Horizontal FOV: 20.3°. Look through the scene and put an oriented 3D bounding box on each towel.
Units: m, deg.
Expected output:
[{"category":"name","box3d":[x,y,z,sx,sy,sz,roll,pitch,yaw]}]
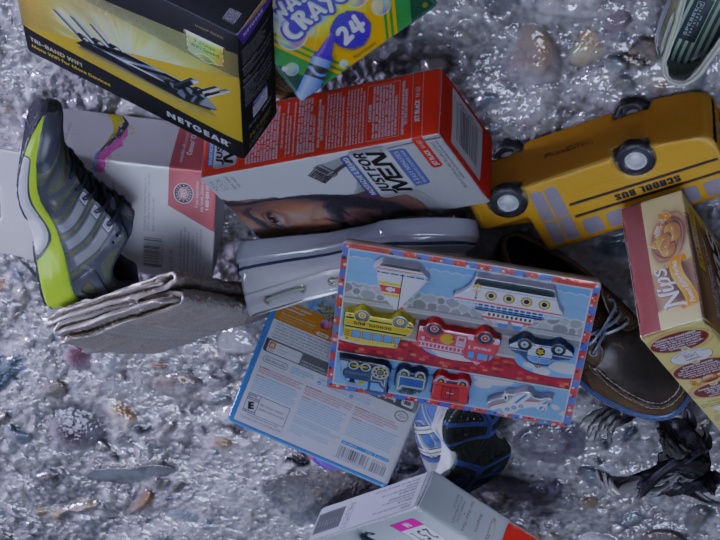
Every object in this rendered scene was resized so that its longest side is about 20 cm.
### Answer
[{"category":"towel","box3d":[-0.158,0.038,1.655,0.132,0.035,0.200,-17,170,22]}]

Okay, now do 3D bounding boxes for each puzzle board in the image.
[{"category":"puzzle board","box3d":[0.077,0.052,1.566,0.199,0.017,0.151,9,130,2]}]

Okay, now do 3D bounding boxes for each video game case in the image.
[{"category":"video game case","box3d":[-0.006,0.057,1.637,0.143,0.018,0.201,23,93,7]}]

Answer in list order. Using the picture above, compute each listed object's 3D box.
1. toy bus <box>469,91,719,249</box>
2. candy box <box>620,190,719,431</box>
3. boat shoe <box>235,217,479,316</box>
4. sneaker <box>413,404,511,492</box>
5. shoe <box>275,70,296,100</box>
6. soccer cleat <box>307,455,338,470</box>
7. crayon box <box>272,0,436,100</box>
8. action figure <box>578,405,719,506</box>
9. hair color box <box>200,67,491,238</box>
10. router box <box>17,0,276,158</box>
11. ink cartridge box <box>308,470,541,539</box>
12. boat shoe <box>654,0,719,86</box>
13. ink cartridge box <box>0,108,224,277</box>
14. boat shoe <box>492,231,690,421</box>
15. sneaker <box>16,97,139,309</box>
[{"category":"toy bus","box3d":[0.188,-0.075,1.568,0.199,0.065,0.078,-18,126,21]},{"category":"candy box","box3d":[0.269,0.037,1.573,0.055,0.116,0.200,-18,146,21]},{"category":"boat shoe","box3d":[0.000,0.000,1.594,0.199,0.074,0.067,-7,85,19]},{"category":"sneaker","box3d":[0.083,0.135,1.760,0.076,0.077,0.200,-25,148,-18]},{"category":"shoe","box3d":[-0.104,-0.206,1.519,0.070,0.053,0.200,-47,119,-2]},{"category":"soccer cleat","box3d":[-0.038,0.109,1.745,0.066,0.077,0.201,1,129,7]},{"category":"crayon box","box3d":[-0.052,-0.238,1.455,0.126,0.052,0.200,-35,118,8]},{"category":"action figure","box3d":[0.237,0.136,1.705,0.102,0.119,0.200,-29,112,6]},{"category":"hair color box","box3d":[-0.010,-0.087,1.556,0.199,0.064,0.111,-8,151,23]},{"category":"router box","box3d":[-0.158,-0.183,1.466,0.199,0.052,0.157,27,153,14]},{"category":"ink cartridge box","box3d":[0.073,0.257,1.824,0.173,0.044,0.200,34,150,-18]},{"category":"boat shoe","box3d":[0.265,-0.219,1.439,0.072,0.062,0.201,14,129,-3]},{"category":"ink cartridge box","box3d":[-0.212,-0.065,1.635,0.199,0.068,0.117,7,129,1]},{"category":"boat shoe","box3d":[0.179,0.044,1.599,0.200,0.072,0.072,39,174,17]},{"category":"sneaker","box3d":[-0.219,-0.054,1.563,0.081,0.074,0.200,-4,136,1]}]
